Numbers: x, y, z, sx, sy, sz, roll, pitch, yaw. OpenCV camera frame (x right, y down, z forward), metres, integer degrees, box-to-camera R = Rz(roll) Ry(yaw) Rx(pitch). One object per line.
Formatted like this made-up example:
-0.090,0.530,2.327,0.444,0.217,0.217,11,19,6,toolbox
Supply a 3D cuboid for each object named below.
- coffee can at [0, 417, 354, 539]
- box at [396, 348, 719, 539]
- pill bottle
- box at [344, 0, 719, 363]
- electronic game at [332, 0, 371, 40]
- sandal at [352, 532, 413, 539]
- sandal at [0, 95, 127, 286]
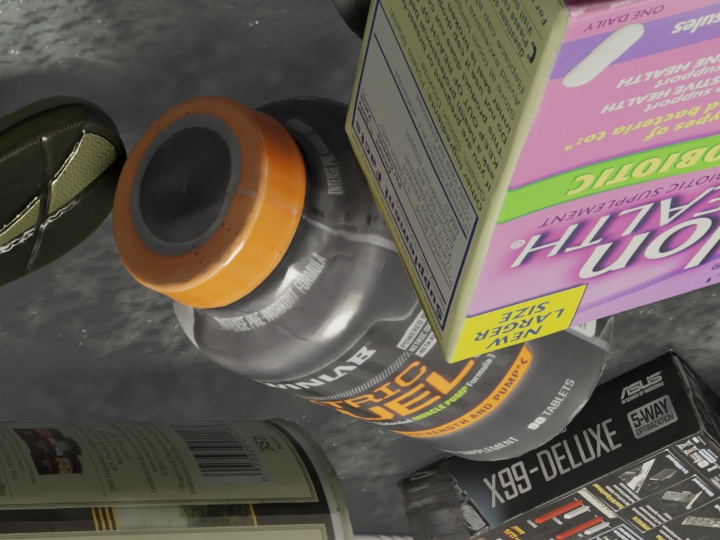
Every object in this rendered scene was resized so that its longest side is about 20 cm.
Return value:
-0.122,0.136,0.923,0.200,0.146,0.146,2,144,-29,coffee can
0.134,0.126,1.129,0.158,0.050,0.200,-27,148,17,box
0.000,0.000,0.807,0.106,0.106,0.200,-34,145,26,pill bottle
0.102,-0.077,0.657,0.176,0.097,0.200,-16,155,-16,box
0.082,-0.129,0.701,0.200,0.042,0.200,-19,156,-9,electronic game
-0.039,0.175,1.113,0.206,0.059,0.079,6,142,-34,sandal
-0.179,-0.010,0.758,0.201,0.057,0.080,-25,146,-16,sandal
